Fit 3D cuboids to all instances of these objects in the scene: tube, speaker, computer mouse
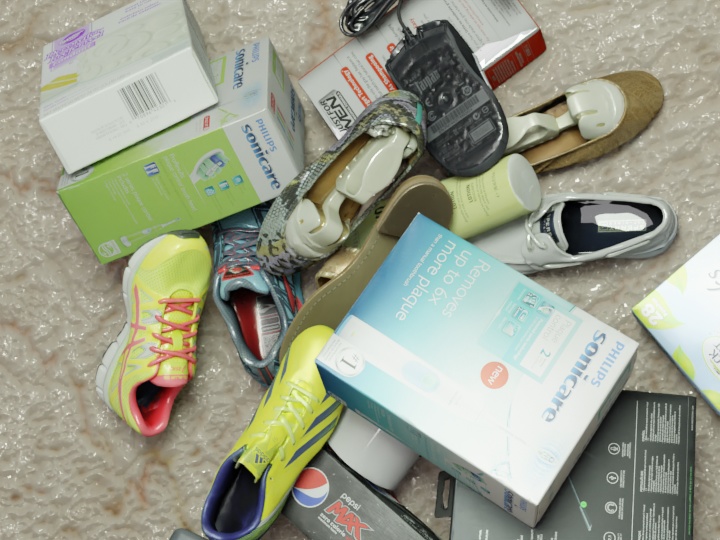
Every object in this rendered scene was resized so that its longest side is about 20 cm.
[{"bbox_3d":[0.060,-0.043,1.222,0.199,0.058,0.052,-20,119,35],"label":"tube"},{"bbox_3d":[0.056,0.085,1.195,0.081,0.081,0.200,39,99,17],"label":"speaker"},{"bbox_3d":[0.086,-0.184,1.197,0.140,0.046,0.200,-39,72,15],"label":"computer mouse"}]

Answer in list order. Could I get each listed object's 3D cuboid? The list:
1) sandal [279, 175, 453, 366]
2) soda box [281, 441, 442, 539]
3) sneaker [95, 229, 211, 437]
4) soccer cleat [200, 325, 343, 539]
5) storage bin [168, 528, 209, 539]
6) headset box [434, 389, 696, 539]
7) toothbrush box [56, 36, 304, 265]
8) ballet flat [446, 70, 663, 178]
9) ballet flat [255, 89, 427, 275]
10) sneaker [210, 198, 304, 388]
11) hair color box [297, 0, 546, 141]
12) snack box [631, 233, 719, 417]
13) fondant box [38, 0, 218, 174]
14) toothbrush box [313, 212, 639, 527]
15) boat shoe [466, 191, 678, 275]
[{"bbox_3d":[0.005,0.003,1.215,0.077,0.070,0.212,31,106,-18],"label":"sandal"},{"bbox_3d":[-0.009,0.210,1.212,0.200,0.063,0.071,40,92,16],"label":"soda box"},{"bbox_3d":[-0.168,0.058,1.236,0.090,0.078,0.201,50,130,44],"label":"sneaker"},{"bbox_3d":[-0.069,0.139,1.160,0.064,0.084,0.201,27,91,17],"label":"soccer cleat"},{"bbox_3d":[-0.112,0.310,1.193,0.199,0.146,0.135,21,77,17],"label":"storage bin"},{"bbox_3d":[0.159,0.185,1.122,0.199,0.093,0.175,4,67,5],"label":"headset box"},{"bbox_3d":[-0.155,-0.107,1.254,0.199,0.086,0.146,-19,32,10],"label":"toothbrush box"},{"bbox_3d":[0.164,-0.124,1.216,0.199,0.072,0.068,-20,73,10],"label":"ballet flat"},{"bbox_3d":[-0.017,-0.062,1.170,0.072,0.072,0.200,47,108,17],"label":"ballet flat"},{"bbox_3d":[-0.091,0.003,1.251,0.079,0.096,0.201,-19,77,10],"label":"sneaker"},{"bbox_3d":[0.055,-0.183,1.261,0.200,0.061,0.102,-35,75,6],"label":"hair color box"},{"bbox_3d":[0.349,0.033,1.146,0.200,0.068,0.169,-42,74,7],"label":"snack box"},{"bbox_3d":[-0.209,-0.176,1.259,0.144,0.200,0.058,-26,118,2],"label":"fondant box"},{"bbox_3d":[0.088,0.076,1.077,0.199,0.085,0.147,33,75,15],"label":"toothbrush box"},{"bbox_3d":[0.167,-0.038,1.204,0.199,0.065,0.074,-11,79,15],"label":"boat shoe"}]
